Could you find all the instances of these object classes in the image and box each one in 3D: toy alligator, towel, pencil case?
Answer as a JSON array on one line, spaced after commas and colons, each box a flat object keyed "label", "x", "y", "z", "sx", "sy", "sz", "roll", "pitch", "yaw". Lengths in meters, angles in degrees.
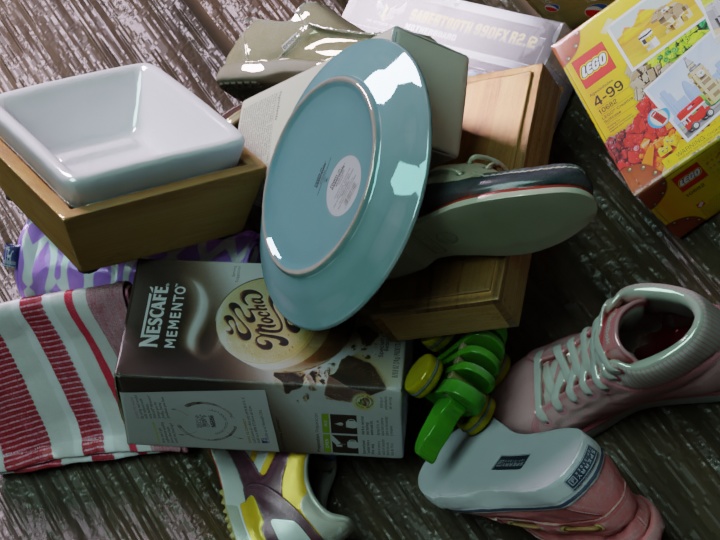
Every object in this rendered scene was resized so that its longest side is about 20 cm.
[{"label": "toy alligator", "x": 0.081, "y": 0.044, "z": 1.557, "sx": 0.054, "sy": 0.059, "sz": 0.201, "roll": -35, "pitch": 25, "yaw": 46}, {"label": "towel", "x": -0.231, "y": 0.085, "z": 1.728, "sx": 0.199, "sy": 0.145, "sz": 0.023, "roll": -9, "pitch": 25, "yaw": 29}, {"label": "pencil case", "x": -0.162, "y": -0.003, "z": 1.713, "sx": 0.198, "sy": 0.084, "sz": 0.086, "roll": 10, "pitch": 93, "yaw": 12}]

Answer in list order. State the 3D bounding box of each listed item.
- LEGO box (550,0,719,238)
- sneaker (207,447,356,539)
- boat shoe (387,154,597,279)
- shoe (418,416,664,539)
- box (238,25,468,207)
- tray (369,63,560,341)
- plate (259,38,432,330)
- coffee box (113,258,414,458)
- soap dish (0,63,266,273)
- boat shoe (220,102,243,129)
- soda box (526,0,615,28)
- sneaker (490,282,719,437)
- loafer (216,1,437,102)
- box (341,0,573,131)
[{"label": "LEGO box", "x": 0.254, "y": -0.144, "z": 1.560, "sx": 0.199, "sy": 0.077, "sz": 0.150, "roll": -35, "pitch": 54, "yaw": 14}, {"label": "sneaker", "x": -0.063, "y": 0.124, "z": 1.644, "sx": 0.090, "sy": 0.075, "sz": 0.201, "roll": -26, "pitch": 62, "yaw": 9}, {"label": "boat shoe", "x": 0.065, "y": -0.044, "z": 1.495, "sx": 0.199, "sy": 0.071, "sz": 0.063, "roll": -13, "pitch": 53, "yaw": 33}, {"label": "shoe", "x": 0.118, "y": 0.153, "z": 1.510, "sx": 0.072, "sy": 0.091, "sz": 0.200, "roll": -52, "pitch": 20, "yaw": -20}, {"label": "box", "x": -0.011, "y": -0.101, "z": 1.605, "sx": 0.199, "sy": 0.068, "sz": 0.083, "roll": -17, "pitch": 61, "yaw": 54}, {"label": "tray", "x": 0.073, "y": -0.049, "z": 1.568, "sx": 0.098, "sy": 0.037, "sz": 0.201, "roll": -8, "pitch": 52, "yaw": 29}, {"label": "plate", "x": -0.020, "y": -0.060, "z": 1.513, "sx": 0.200, "sy": 0.025, "sz": 0.202, "roll": -31, "pitch": 50, "yaw": 48}, {"label": "coffee box", "x": -0.064, "y": 0.061, "z": 1.598, "sx": 0.198, "sy": 0.080, "sz": 0.114, "roll": 2, "pitch": 48, "yaw": 5}, {"label": "soap dish", "x": -0.179, "y": -0.076, "z": 1.658, "sx": 0.156, "sy": 0.082, "sz": 0.200, "roll": -15, "pitch": 30, "yaw": -24}, {"label": "boat shoe", "x": -0.152, "y": -0.069, "z": 1.790, "sx": 0.200, "sy": 0.072, "sz": 0.072, "roll": -45, "pitch": 53, "yaw": 14}, {"label": "soda box", "x": 0.155, "y": -0.283, "z": 1.700, "sx": 0.067, "sy": 0.064, "sz": 0.202, "roll": -15, "pitch": 60, "yaw": 26}, {"label": "sneaker", "x": 0.158, "y": 0.058, "z": 1.508, "sx": 0.199, "sy": 0.105, "sz": 0.076, "roll": -15, "pitch": 62, "yaw": 28}, {"label": "loafer", "x": -0.022, "y": -0.163, "z": 1.685, "sx": 0.199, "sy": 0.076, "sz": 0.069, "roll": 1, "pitch": 74, "yaw": 34}, {"label": "box", "x": 0.052, "y": -0.124, "z": 1.698, "sx": 0.199, "sy": 0.048, "sz": 0.159, "roll": 17, "pitch": 77, "yaw": 37}]
